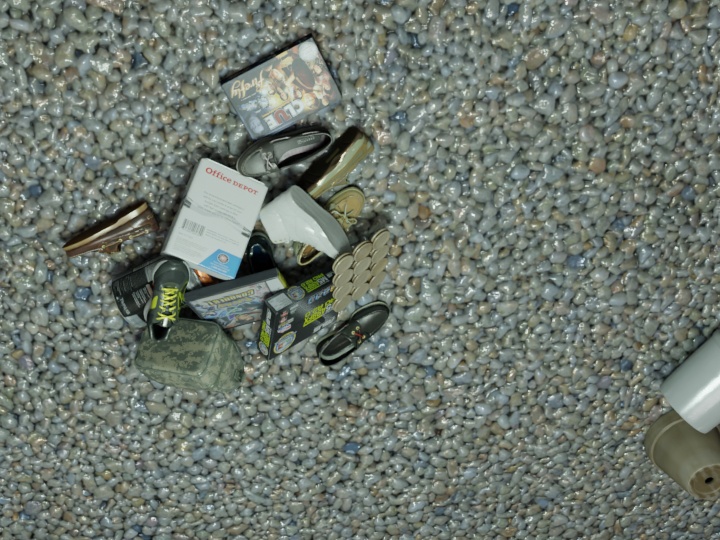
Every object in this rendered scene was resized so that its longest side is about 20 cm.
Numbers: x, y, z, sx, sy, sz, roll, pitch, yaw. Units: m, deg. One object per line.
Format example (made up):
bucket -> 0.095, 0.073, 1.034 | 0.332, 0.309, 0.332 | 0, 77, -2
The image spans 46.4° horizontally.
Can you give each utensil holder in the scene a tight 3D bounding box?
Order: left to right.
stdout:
utensil holder -> 0.856, 0.270, 2.041 | 0.169, 0.170, 0.200 | 32, 113, -23

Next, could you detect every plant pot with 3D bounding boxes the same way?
plant pot -> 0.854, 0.482, 2.152 | 0.198, 0.174, 0.201 | -3, 121, -6

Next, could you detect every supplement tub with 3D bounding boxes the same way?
supplement tub -> -0.405, 0.027, 1.753 | 0.199, 0.123, 0.123 | -24, 119, 6

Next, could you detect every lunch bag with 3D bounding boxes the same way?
lunch bag -> -0.363, 0.193, 1.810 | 0.199, 0.140, 0.168 | 5, 150, 22

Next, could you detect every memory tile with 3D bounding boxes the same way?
memory tile -> 0.000, 0.000, 1.773 | 0.153, 0.017, 0.201 | -34, 153, -22

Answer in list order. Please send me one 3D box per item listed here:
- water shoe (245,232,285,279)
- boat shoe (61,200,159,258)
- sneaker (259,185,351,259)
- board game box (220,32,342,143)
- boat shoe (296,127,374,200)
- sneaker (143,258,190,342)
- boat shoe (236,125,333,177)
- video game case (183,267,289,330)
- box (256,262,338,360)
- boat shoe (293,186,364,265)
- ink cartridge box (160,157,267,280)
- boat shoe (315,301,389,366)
water shoe -> -0.204, 0.017, 1.800 | 0.071, 0.079, 0.201 | -17, 121, 2
boat shoe -> -0.508, -0.067, 1.716 | 0.199, 0.071, 0.071 | -24, 115, 6
sneaker -> -0.116, -0.078, 1.713 | 0.115, 0.074, 0.200 | -26, 121, 31
board game box -> -0.151, -0.351, 1.629 | 0.199, 0.035, 0.136 | -26, 119, 7
boat shoe -> -0.051, -0.196, 1.714 | 0.200, 0.072, 0.076 | -41, 128, 15
sneaker -> -0.375, 0.062, 1.646 | 0.074, 0.085, 0.201 | 3, 136, -23
boat shoe -> -0.147, -0.235, 1.648 | 0.199, 0.057, 0.067 | -25, 116, -17
video game case -> -0.243, 0.066, 1.756 | 0.199, 0.026, 0.181 | -15, 154, 4
box -> -0.123, 0.086, 1.782 | 0.199, 0.044, 0.161 | -29, 149, -34
boat shoe -> -0.062, -0.089, 1.770 | 0.073, 0.063, 0.200 | 35, 109, -23
ink cartridge box -> -0.290, -0.099, 1.668 | 0.146, 0.086, 0.201 | 23, 78, -19
boat shoe -> -0.014, 0.148, 1.911 | 0.201, 0.063, 0.074 | -36, 116, 10
